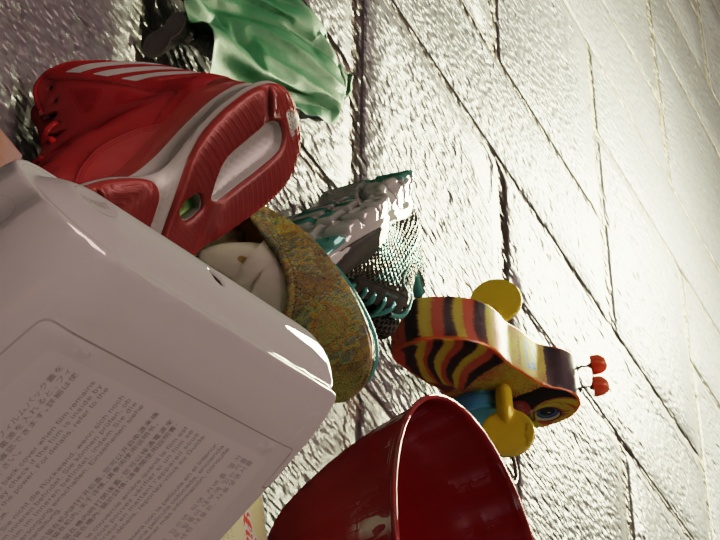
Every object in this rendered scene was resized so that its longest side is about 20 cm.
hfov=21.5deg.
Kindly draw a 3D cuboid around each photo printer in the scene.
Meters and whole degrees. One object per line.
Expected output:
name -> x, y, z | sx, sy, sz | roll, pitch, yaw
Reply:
photo printer -> -0.116, 0.055, 0.675 | 0.069, 0.166, 0.200 | 45, 6, 33

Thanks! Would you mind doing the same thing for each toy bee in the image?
toy bee -> 0.106, 0.066, 1.277 | 0.200, 0.108, 0.131 | 23, 51, -63

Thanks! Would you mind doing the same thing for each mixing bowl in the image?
mixing bowl -> 0.015, 0.172, 0.970 | 0.200, 0.108, 0.201 | 50, 31, -46

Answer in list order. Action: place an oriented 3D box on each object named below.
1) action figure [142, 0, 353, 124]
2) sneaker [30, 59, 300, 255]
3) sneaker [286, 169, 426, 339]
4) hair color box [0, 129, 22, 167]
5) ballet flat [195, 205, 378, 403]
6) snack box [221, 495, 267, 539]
action figure -> -0.058, -0.127, 1.093 | 0.200, 0.055, 0.119 | 20, 53, -59
sneaker -> -0.129, -0.030, 0.844 | 0.200, 0.115, 0.079 | -33, 128, -37
sneaker -> 0.000, 0.000, 1.118 | 0.200, 0.077, 0.092 | -33, 108, -66
hair color box -> -0.208, -0.065, 0.670 | 0.200, 0.064, 0.111 | 56, 26, -39
ballet flat -> -0.066, -0.009, 0.894 | 0.200, 0.071, 0.071 | 52, 6, 37
snack box -> -0.086, 0.104, 0.871 | 0.116, 0.037, 0.201 | 34, 43, -57
